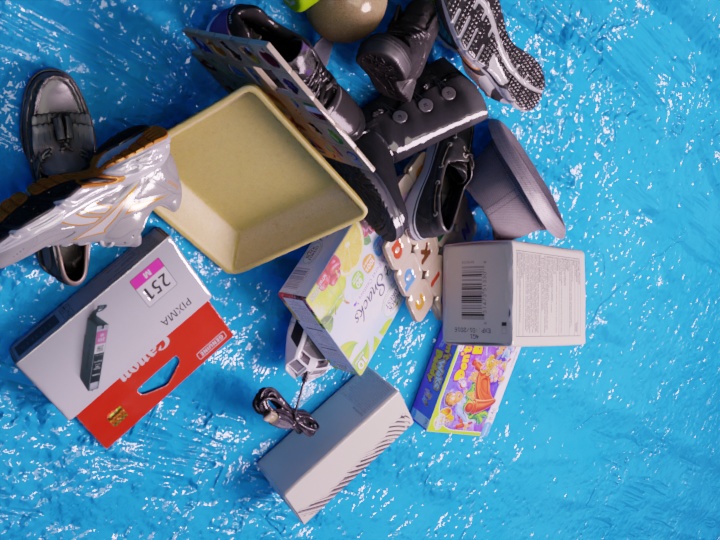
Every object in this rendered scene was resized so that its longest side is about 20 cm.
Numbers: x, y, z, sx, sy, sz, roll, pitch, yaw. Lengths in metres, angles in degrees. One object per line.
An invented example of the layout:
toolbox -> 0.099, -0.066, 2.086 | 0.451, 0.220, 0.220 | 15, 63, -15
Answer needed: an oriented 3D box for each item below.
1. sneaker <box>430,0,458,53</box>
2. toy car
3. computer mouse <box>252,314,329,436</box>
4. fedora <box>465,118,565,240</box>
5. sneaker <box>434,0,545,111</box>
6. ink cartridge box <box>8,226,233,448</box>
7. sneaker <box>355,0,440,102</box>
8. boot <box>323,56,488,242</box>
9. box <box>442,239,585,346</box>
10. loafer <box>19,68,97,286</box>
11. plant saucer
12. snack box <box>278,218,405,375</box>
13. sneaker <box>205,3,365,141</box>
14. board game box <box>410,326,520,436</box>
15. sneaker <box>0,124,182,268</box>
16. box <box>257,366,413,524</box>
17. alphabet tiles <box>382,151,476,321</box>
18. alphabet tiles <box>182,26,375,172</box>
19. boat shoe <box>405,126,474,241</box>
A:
sneaker -> 0.109, -0.323, 0.971 | 0.078, 0.079, 0.200 | -52, 130, -7
toy car -> -0.027, -0.303, 0.873 | 0.163, 0.158, 0.201 | -36, 155, -14
computer mouse -> -0.066, 0.096, 1.027 | 0.109, 0.043, 0.204 | 26, 80, -45
fedora -> 0.189, -0.101, 1.086 | 0.089, 0.200, 0.179 | -32, 101, 16
sneaker -> 0.133, -0.257, 0.960 | 0.074, 0.079, 0.200 | -54, 130, -11
ink cartridge box -> -0.244, 0.084, 0.905 | 0.199, 0.043, 0.175 | -42, 126, -15
sneaker -> 0.046, -0.249, 0.899 | 0.200, 0.059, 0.106 | 22, 89, -81
boot -> 0.069, -0.146, 0.977 | 0.197, 0.167, 0.066 | -29, 167, -24
box -> 0.205, 0.033, 1.102 | 0.198, 0.107, 0.132 | 5, 84, -49
loafer -> -0.278, -0.085, 0.795 | 0.070, 0.063, 0.205 | -10, 114, -32
plant saucer -> -0.121, -0.097, 0.861 | 0.197, 0.049, 0.200 | -21, 136, 28
snack box -> 0.000, 0.000, 1.005 | 0.202, 0.052, 0.143 | -58, 135, -27
sneaker -> -0.065, -0.194, 0.859 | 0.198, 0.087, 0.077 | 32, 76, -27
board game box -> 0.163, 0.138, 1.224 | 0.132, 0.045, 0.204 | 12, 101, -39
sneaker -> -0.243, -0.046, 0.756 | 0.198, 0.075, 0.093 | -34, 127, -21
box -> -0.031, 0.225, 1.096 | 0.199, 0.082, 0.069 | -39, 128, -15
alphabet tiles -> 0.090, -0.041, 1.059 | 0.197, 0.014, 0.203 | -54, 131, -39
alphabet tiles -> -0.088, -0.169, 0.811 | 0.008, 0.199, 0.167 | -52, 130, -9
boat shoe -> 0.111, -0.121, 1.028 | 0.069, 0.056, 0.203 | 48, 54, -41
